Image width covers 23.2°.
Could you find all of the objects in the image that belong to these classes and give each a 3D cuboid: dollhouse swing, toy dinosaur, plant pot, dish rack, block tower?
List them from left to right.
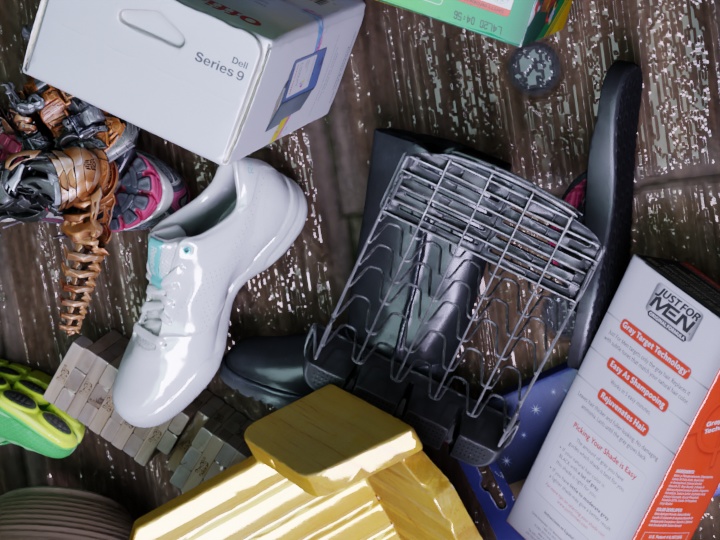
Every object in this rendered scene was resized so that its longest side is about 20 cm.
[{"bbox_3d":[-0.207,-0.065,1.144,0.135,0.102,0.201,-11,60,9],"label":"toy dinosaur"},{"bbox_3d":[-0.220,0.215,1.263,0.200,0.201,0.093,-7,61,17],"label":"plant pot"},{"bbox_3d":[-0.125,0.118,1.256,0.200,0.058,0.054,33,109,5],"label":"block tower"},{"bbox_3d":[-0.024,0.207,1.086,0.175,0.182,0.201,-33,109,-16],"label":"dollhouse swing"},{"bbox_3d":[0.059,0.021,1.108,0.153,0.055,0.201,25,116,0],"label":"dish rack"}]

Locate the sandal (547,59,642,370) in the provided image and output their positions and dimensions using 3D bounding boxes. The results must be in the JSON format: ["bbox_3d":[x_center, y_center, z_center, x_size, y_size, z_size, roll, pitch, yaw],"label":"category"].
[{"bbox_3d":[0.148,-0.036,1.136,0.045,0.075,0.201,8,97,21],"label":"sandal"}]

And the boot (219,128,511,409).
[{"bbox_3d":[0.001,0.000,1.184,0.164,0.066,0.201,13,110,3],"label":"boot"}]

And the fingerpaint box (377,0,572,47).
[{"bbox_3d":[0.030,-0.204,1.076,0.199,0.167,0.074,20,106,10],"label":"fingerpaint box"}]

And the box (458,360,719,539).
[{"bbox_3d":[0.160,0.118,1.186,0.199,0.032,0.122,-25,95,21],"label":"box"}]

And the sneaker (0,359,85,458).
[{"bbox_3d":[-0.288,0.108,1.294,0.199,0.074,0.084,12,104,23],"label":"sneaker"}]

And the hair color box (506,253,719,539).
[{"bbox_3d":[0.179,0.102,1.103,0.101,0.061,0.201,42,116,44],"label":"hair color box"}]

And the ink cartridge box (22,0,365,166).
[{"bbox_3d":[-0.099,-0.148,1.109,0.145,0.200,0.088,24,108,9],"label":"ink cartridge box"}]

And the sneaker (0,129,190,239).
[{"bbox_3d":[-0.215,-0.061,1.234,0.199,0.075,0.081,16,92,26],"label":"sneaker"}]

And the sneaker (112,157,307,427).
[{"bbox_3d":[-0.122,0.009,1.184,0.075,0.088,0.200,31,90,37],"label":"sneaker"}]
